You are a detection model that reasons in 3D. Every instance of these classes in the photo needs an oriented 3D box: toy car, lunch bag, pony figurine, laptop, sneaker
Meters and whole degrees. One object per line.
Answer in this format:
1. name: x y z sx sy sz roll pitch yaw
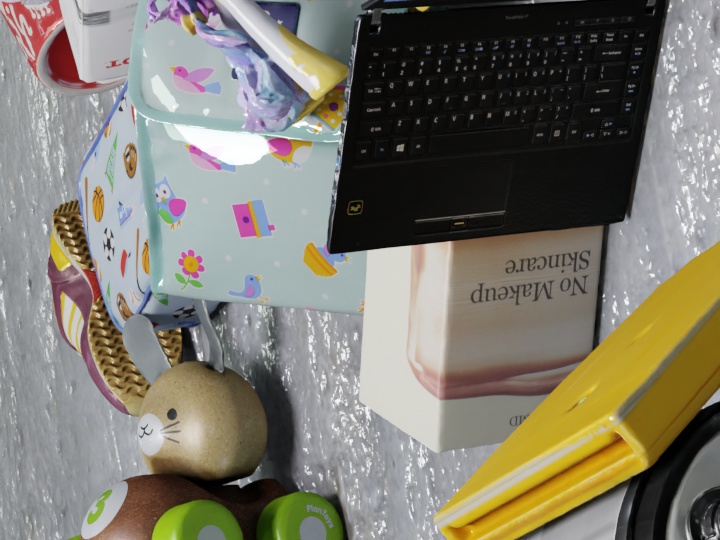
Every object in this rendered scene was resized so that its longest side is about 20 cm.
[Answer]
1. toy car: -0.120 0.116 1.724 0.164 0.158 0.200 -21 74 51
2. lunch bag: -0.132 -0.055 1.792 0.200 0.075 0.160 -49 51 56
3. pony figurine: -0.077 -0.172 1.360 0.193 0.167 0.200 -40 92 21
4. laptop: 0.093 -0.086 1.240 0.103 0.177 0.200 44 133 51
5. lunch bag: -0.037 -0.085 1.470 0.170 0.122 0.200 6 115 22
6. sneaker: -0.181 0.043 1.922 0.090 0.075 0.200 102 154 -47

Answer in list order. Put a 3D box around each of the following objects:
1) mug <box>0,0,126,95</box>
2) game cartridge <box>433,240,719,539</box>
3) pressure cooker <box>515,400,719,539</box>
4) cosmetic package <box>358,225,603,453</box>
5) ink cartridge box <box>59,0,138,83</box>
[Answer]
1. mug: -0.213 -0.246 1.845 0.200 0.133 0.178 63 148 28
2. game cartridge: 0.137 0.040 1.181 0.032 0.200 0.176 49 149 -1
3. pressure cooker: 0.169 0.148 1.140 0.176 0.178 0.200 66 151 9
4. cosmetic package: 0.066 -0.015 1.390 0.087 0.103 0.200 32 126 54
5. ink cartridge box: -0.111 -0.207 1.584 0.200 0.146 0.084 105 149 -66
